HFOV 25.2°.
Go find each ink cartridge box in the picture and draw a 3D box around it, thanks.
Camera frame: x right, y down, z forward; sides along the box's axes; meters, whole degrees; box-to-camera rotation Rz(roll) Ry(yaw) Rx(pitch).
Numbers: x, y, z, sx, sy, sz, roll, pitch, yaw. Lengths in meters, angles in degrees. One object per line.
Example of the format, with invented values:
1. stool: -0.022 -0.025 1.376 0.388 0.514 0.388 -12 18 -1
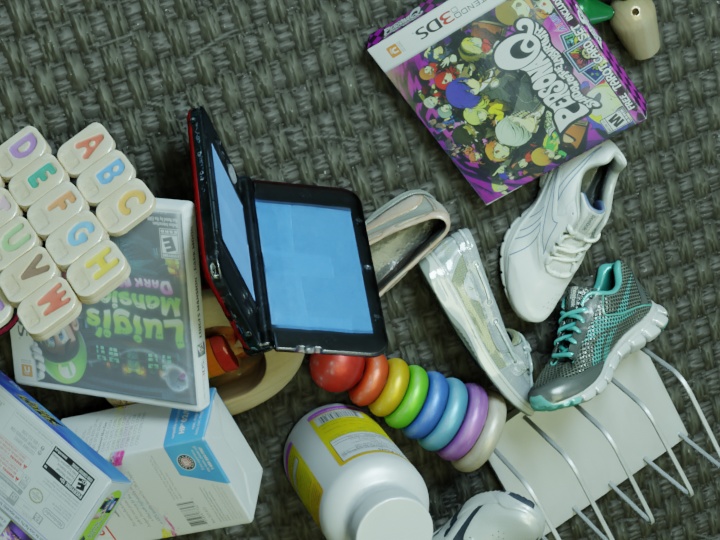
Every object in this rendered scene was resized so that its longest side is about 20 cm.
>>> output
1. ink cartridge box: -0.203 0.184 1.454 0.198 0.068 0.116 -12 128 17

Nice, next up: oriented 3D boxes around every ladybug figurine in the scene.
1. ladybug figurine: -0.146 0.071 1.455 0.198 0.072 0.136 -17 124 8

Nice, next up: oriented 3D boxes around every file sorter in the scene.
1. file sorter: 0.247 0.186 1.612 0.199 0.125 0.139 -33 114 -7

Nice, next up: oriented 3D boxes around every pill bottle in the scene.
1. pill bottle: 0.000 0.204 1.493 0.103 0.200 0.105 -5 108 -16

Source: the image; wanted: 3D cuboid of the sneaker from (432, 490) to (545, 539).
1. sneaker: 0.087 0.295 1.540 0.198 0.130 0.080 -22 117 33

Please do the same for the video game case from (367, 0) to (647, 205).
1. video game case: 0.135 -0.177 1.468 0.180 0.036 0.200 -27 117 26

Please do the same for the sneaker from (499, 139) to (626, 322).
1. sneaker: 0.194 -0.042 1.547 0.074 0.087 0.202 12 103 -23

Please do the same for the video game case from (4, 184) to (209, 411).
1. video game case: -0.225 0.023 1.391 0.198 0.023 0.184 6 110 25

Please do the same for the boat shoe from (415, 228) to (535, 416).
1. boat shoe: 0.126 0.054 1.562 0.065 0.074 0.203 -34 107 -1

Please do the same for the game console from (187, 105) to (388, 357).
1. game console: -0.064 -0.035 1.386 0.118 0.201 0.173 -16 139 6

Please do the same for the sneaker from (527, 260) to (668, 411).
1. sneaker: 0.217 0.062 1.575 0.200 0.077 0.092 -40 106 -38

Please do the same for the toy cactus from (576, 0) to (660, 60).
1. toy cactus: 0.236 -0.268 1.504 0.200 0.102 0.165 -38 133 -7

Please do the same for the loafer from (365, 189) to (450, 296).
1. loafer: 0.000 0.000 1.507 0.200 0.063 0.072 -41 113 -3

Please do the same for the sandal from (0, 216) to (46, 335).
1. sandal: -0.325 0.032 1.397 0.045 0.075 0.200 29 111 -35

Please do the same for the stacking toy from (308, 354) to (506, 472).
1. stacking toy: 0.040 0.118 1.555 0.199 0.085 0.086 28 96 -17

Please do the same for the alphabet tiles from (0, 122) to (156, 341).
1. alphabet tiles: -0.273 -0.034 1.343 0.195 0.200 0.015 -36 144 -4

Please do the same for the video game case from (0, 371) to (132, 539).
1. video game case: -0.323 0.201 1.402 0.182 0.199 0.045 -56 157 3
